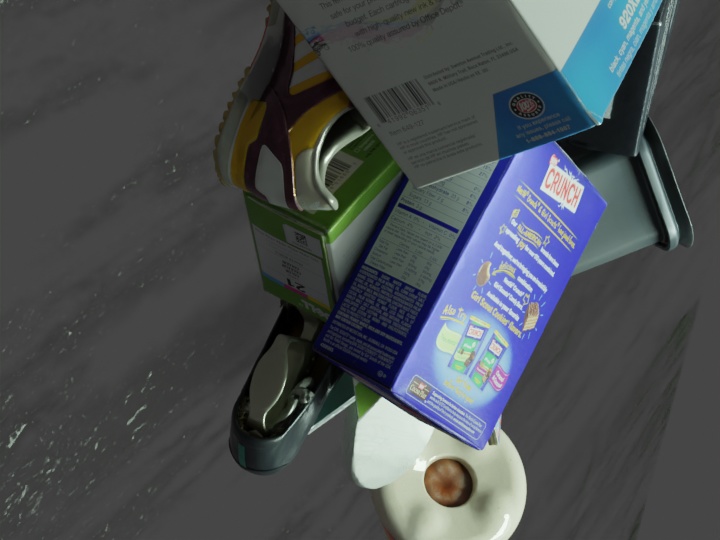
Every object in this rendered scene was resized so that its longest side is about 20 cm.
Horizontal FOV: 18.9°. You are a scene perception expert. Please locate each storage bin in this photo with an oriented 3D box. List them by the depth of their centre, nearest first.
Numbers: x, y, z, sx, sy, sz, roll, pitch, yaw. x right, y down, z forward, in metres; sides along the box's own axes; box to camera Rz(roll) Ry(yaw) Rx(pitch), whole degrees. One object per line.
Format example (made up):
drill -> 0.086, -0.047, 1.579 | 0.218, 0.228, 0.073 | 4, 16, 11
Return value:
storage bin -> 0.165, -0.072, 1.790 | 0.147, 0.133, 0.200 | 68, -8, -18

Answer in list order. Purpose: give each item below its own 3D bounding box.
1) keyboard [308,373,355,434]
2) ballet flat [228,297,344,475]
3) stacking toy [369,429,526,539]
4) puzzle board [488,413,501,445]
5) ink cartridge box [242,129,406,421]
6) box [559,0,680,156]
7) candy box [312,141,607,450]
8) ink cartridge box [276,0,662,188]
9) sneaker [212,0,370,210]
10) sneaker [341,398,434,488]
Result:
keyboard -> 0.016, 0.053, 1.602 | 0.199, 0.056, 0.011 | -35, 144, -25
ballet flat -> -0.037, 0.050, 1.536 | 0.201, 0.073, 0.073 | -62, 162, -18
stacking toy -> 0.064, 0.221, 2.018 | 0.147, 0.145, 0.200 | -64, 180, -24
puzzle board -> 0.096, 0.019, 1.754 | 0.151, 0.017, 0.202 | -75, 154, -66
ink cartridge box -> 0.004, -0.017, 1.497 | 0.148, 0.075, 0.201 | -47, 147, -30
box -> 0.188, -0.214, 1.631 | 0.149, 0.103, 0.201 | 93, 14, -51
candy box -> 0.072, 0.002, 1.467 | 0.201, 0.077, 0.169 | -61, 150, -5
ink cartridge box -> 0.056, -0.184, 1.287 | 0.200, 0.146, 0.145 | 53, 45, -23
sneaker -> -0.017, -0.134, 1.355 | 0.075, 0.089, 0.202 | 32, 77, -73
sneaker -> 0.019, 0.071, 1.724 | 0.075, 0.088, 0.202 | 16, 87, -33
